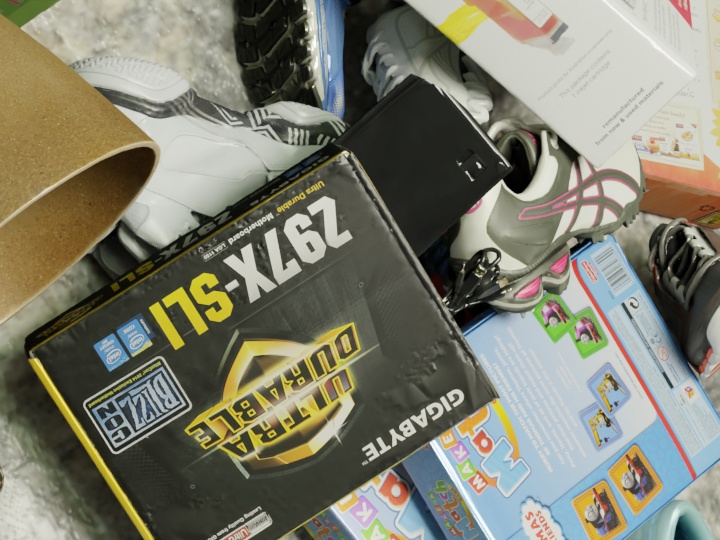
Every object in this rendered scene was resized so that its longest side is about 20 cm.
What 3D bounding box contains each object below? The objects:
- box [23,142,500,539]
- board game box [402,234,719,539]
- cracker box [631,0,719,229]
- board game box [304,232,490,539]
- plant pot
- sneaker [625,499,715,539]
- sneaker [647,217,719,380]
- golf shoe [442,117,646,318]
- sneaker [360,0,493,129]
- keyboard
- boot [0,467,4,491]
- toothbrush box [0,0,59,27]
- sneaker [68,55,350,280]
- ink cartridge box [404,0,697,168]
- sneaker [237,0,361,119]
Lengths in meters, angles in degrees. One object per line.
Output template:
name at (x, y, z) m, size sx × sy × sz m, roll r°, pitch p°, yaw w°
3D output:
box at (-0.052, 0.052, 1.510) m, size 0.200 × 0.049 × 0.160 m, roll -32°, pitch 102°, yaw -4°
board game box at (0.111, 0.086, 1.631) m, size 0.200 × 0.037 × 0.151 m, roll -34°, pitch 95°, yaw -40°
cracker box at (0.188, -0.138, 1.820) m, size 0.134 × 0.058 × 0.200 m, roll 13°, pitch 67°, yaw -32°
board game box at (0.035, 0.084, 1.633) m, size 0.151 × 0.037 × 0.200 m, roll 51°, pitch 53°, yaw -10°
plant pot at (-0.232, -0.076, 1.437) m, size 0.186 × 0.186 × 0.200 m, roll -33°, pitch 80°, yaw -39°
sneaker at (0.210, 0.223, 1.689) m, size 0.074 × 0.082 × 0.200 m, roll -38°, pitch 97°, yaw -37°
sneaker at (0.200, 0.010, 1.721) m, size 0.082 × 0.200 × 0.077 m, roll 44°, pitch 91°, yaw 1°
golf shoe at (0.110, -0.053, 1.647) m, size 0.200 × 0.077 × 0.088 m, roll -49°, pitch 139°, yaw -52°
sneaker at (0.034, -0.103, 1.666) m, size 0.081 × 0.075 × 0.200 m, roll 26°, pitch 32°, yaw -8°
keyboard at (0.000, 0.000, 1.546) m, size 0.200 × 0.021 × 0.127 m, roll -42°, pitch 104°, yaw -2°
boot at (-0.265, 0.127, 1.389) m, size 0.200 × 0.073 × 0.151 m, roll 32°, pitch 59°, yaw -27°
toothbrush box at (-0.225, -0.221, 1.497) m, size 0.200 × 0.146 × 0.086 m, roll 27°, pitch 60°, yaw -25°
sneaker at (-0.080, -0.038, 1.584) m, size 0.200 × 0.075 × 0.115 m, roll 16°, pitch 66°, yaw -25°
ink cartridge box at (0.091, -0.173, 1.636) m, size 0.200 × 0.083 × 0.145 m, roll 40°, pitch 23°, yaw -14°
sneaker at (-0.018, -0.172, 1.672) m, size 0.089 × 0.079 × 0.200 m, roll 10°, pitch 68°, yaw -30°
